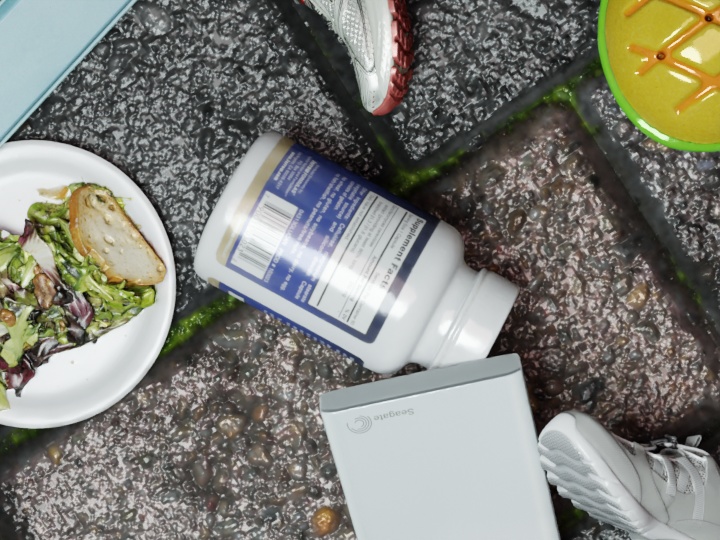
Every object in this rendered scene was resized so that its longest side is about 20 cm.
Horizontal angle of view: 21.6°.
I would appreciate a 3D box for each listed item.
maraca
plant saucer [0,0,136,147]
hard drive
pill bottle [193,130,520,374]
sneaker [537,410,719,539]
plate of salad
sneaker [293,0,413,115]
[{"bbox_3d":[0.222,-0.177,1.231,0.137,0.107,0.201,-4,86,2],"label":"maraca"},{"bbox_3d":[-0.222,-0.161,1.300,0.070,0.019,0.200,43,88,2],"label":"plant saucer"},{"bbox_3d":[0.060,0.155,1.248,0.132,0.027,0.200,-12,119,5],"label":"hard drive"},{"bbox_3d":[0.000,0.000,1.251,0.200,0.111,0.111,29,94,3],"label":"pill bottle"},{"bbox_3d":[0.190,0.135,1.236,0.200,0.075,0.082,39,77,-37],"label":"sneaker"},{"bbox_3d":[-0.227,0.010,1.300,0.200,0.048,0.201,0,93,4],"label":"plate of salad"},{"bbox_3d":[-0.019,-0.197,1.270,0.082,0.078,0.200,-20,81,9],"label":"sneaker"}]
